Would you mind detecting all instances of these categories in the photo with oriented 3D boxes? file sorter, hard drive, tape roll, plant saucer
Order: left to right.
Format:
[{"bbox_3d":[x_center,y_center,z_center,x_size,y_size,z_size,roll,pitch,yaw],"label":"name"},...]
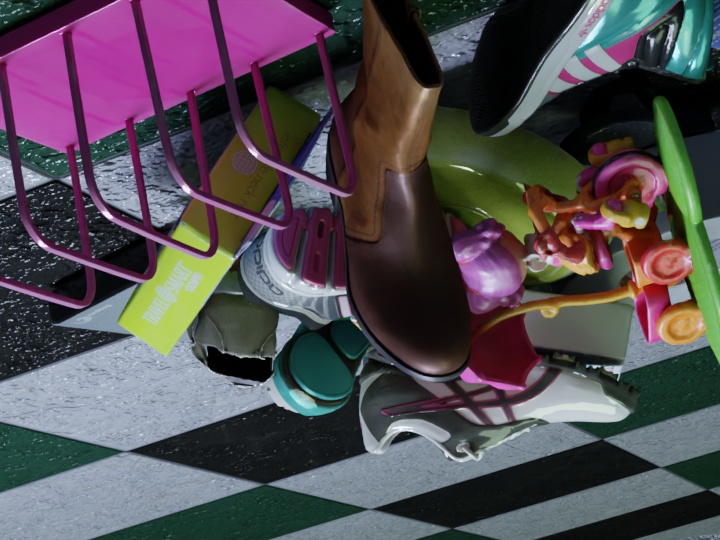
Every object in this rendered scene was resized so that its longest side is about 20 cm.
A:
[{"bbox_3d":[-0.120,-0.073,1.021,0.200,0.126,0.139,-21,160,23],"label":"file sorter"},{"bbox_3d":[-0.129,0.016,1.439,0.139,0.033,0.200,-25,159,33],"label":"hard drive"},{"bbox_3d":[0.075,-0.041,1.249,0.199,0.031,0.200,15,152,8],"label":"plant saucer"},{"bbox_3d":[0.233,-0.032,1.358,0.200,0.066,0.200,-15,162,-5],"label":"tape roll"}]

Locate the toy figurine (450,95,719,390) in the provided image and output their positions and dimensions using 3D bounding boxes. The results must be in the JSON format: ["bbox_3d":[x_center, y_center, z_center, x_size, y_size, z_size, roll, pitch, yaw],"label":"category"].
[{"bbox_3d":[0.124,0.001,1.138,0.184,0.150,0.200,-16,132,5],"label":"toy figurine"}]

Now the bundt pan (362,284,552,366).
[{"bbox_3d":[0.089,0.049,1.624,0.201,0.076,0.202,-13,162,-4],"label":"bundt pan"}]

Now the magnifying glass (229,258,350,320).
[{"bbox_3d":[-0.069,0.005,1.357,0.079,0.022,0.200,-10,160,38],"label":"magnifying glass"}]

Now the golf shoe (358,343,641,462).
[{"bbox_3d":[0.097,0.098,1.285,0.199,0.088,0.077,6,168,11],"label":"golf shoe"}]

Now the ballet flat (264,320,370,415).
[{"bbox_3d":[-0.038,0.078,1.451,0.070,0.067,0.200,-38,-175,24],"label":"ballet flat"}]

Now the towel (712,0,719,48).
[{"bbox_3d":[0.303,-0.173,1.189,0.200,0.024,0.145,3,157,-41],"label":"towel"}]

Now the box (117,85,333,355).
[{"bbox_3d":[-0.090,-0.033,1.176,0.048,0.122,0.200,33,150,-6],"label":"box"}]

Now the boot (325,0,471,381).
[{"bbox_3d":[0.034,-0.055,1.035,0.068,0.189,0.200,-5,152,-12],"label":"boot"}]

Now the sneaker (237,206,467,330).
[{"bbox_3d":[0.000,0.000,1.211,0.200,0.074,0.087,5,163,-40],"label":"sneaker"}]

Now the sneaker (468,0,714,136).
[{"bbox_3d":[0.150,-0.139,1.096,0.120,0.084,0.200,4,156,-20],"label":"sneaker"}]

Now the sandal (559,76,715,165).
[{"bbox_3d":[0.191,-0.107,1.287,0.075,0.048,0.200,-24,172,27],"label":"sandal"}]

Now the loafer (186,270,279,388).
[{"bbox_3d":[-0.099,0.055,1.371,0.075,0.070,0.200,6,164,-4],"label":"loafer"}]

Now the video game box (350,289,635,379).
[{"bbox_3d":[0.102,0.043,1.359,0.199,0.047,0.182,8,170,8],"label":"video game box"}]
